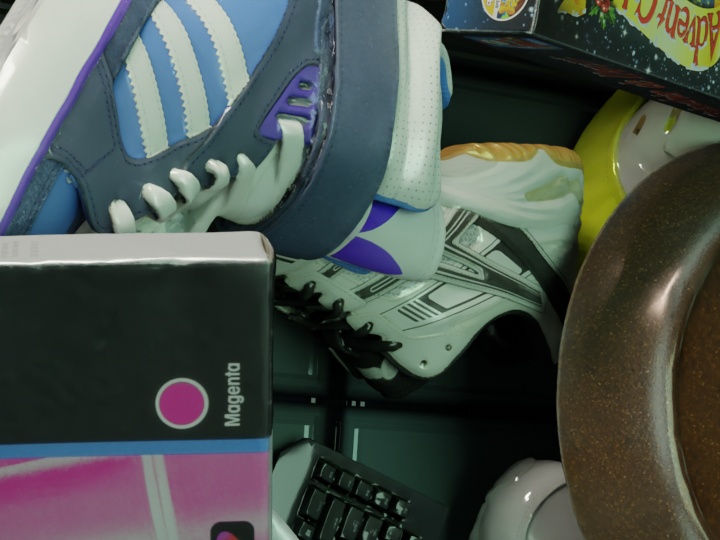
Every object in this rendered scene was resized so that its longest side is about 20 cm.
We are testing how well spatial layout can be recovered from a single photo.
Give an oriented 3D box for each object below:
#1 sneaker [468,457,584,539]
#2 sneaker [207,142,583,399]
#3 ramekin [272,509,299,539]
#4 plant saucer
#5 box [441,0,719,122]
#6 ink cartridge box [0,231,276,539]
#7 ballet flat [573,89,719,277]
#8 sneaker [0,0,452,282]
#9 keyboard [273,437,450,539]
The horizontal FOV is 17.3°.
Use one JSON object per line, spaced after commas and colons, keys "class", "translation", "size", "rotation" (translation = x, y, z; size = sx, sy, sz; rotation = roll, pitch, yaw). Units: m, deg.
{"class": "sneaker", "translation": [0.111, 0.153, 0.859], "size": [0.078, 0.099, 0.200], "rotation": [-39, 111, -29]}
{"class": "sneaker", "translation": [0.000, 0.000, 0.796], "size": [0.200, 0.076, 0.088], "rotation": [0, 89, -36]}
{"class": "ramekin", "translation": [-0.104, 0.118, 0.661], "size": [0.200, 0.098, 0.201], "rotation": [-2, 103, -8]}
{"class": "plant saucer", "translation": [0.157, 0.050, 0.840], "size": [0.200, 0.034, 0.200], "rotation": [6, 79, -33]}
{"class": "box", "translation": [0.113, -0.125, 0.789], "size": [0.200, 0.038, 0.137], "rotation": [11, 87, -48]}
{"class": "ink cartridge box", "translation": [-0.120, 0.041, 0.575], "size": [0.200, 0.037, 0.095], "rotation": [-1, 103, -5]}
{"class": "ballet flat", "translation": [0.134, -0.064, 0.896], "size": [0.067, 0.067, 0.200], "rotation": [36, 64, 3]}
{"class": "sneaker", "translation": [-0.039, -0.025, 0.667], "size": [0.146, 0.081, 0.200], "rotation": [35, 51, -15]}
{"class": "keyboard", "translation": [-0.011, 0.171, 0.820], "size": [0.127, 0.021, 0.200], "rotation": [30, 73, -32]}
